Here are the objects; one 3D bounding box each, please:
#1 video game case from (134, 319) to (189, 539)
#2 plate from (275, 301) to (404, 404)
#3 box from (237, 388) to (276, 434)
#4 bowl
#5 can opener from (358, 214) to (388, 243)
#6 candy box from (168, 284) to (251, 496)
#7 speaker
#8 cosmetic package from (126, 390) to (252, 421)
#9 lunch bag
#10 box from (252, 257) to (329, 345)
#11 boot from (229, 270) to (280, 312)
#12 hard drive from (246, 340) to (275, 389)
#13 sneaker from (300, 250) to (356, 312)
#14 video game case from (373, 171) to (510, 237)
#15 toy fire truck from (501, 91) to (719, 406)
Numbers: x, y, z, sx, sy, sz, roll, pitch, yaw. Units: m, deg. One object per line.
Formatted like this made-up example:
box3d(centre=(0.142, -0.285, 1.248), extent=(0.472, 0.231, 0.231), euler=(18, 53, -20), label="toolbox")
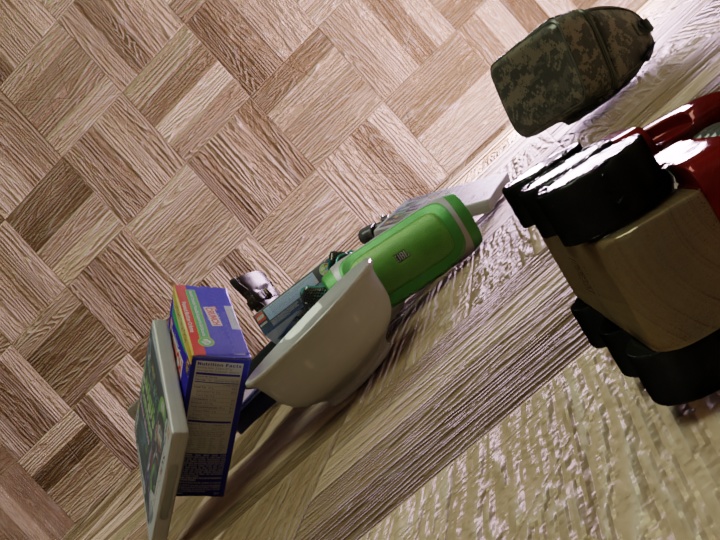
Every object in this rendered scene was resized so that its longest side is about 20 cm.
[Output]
box3d(centre=(-0.243, 0.192, 1.117), extent=(0.201, 0.023, 0.183), euler=(-116, 36, -51), label="video game case")
box3d(centre=(-0.017, 0.099, 1.272), extent=(0.200, 0.032, 0.200), euler=(-47, 5, -39), label="plate")
box3d(centre=(-0.110, 0.147, 1.255), extent=(0.121, 0.032, 0.200), euler=(-45, 2, 37), label="box")
box3d(centre=(-0.030, 0.087, 1.039), extent=(0.201, 0.090, 0.201), euler=(-44, 4, 4), label="bowl")
box3d(centre=(0.027, -0.035, 1.476), extent=(0.066, 0.054, 0.200), euler=(-23, 17, 14), label="can opener")
box3d(centre=(-0.199, 0.146, 1.144), extent=(0.169, 0.076, 0.202), euler=(-123, 42, -58), label="candy box")
box3d(centre=(0.052, -0.013, 1.167), extent=(0.199, 0.089, 0.088), euler=(-33, 3, -2), label="speaker")
box3d(centre=(-0.328, 0.257, 1.881), extent=(0.166, 0.168, 0.200), euler=(-40, 3, 46), label="cosmetic package")
box3d(centre=(0.320, -0.302, 1.380), extent=(0.167, 0.141, 0.200), euler=(-26, -2, -27), label="lunch bag")
box3d(centre=(-0.066, 0.066, 1.375), extent=(0.136, 0.038, 0.200), euler=(-38, -22, -1), label="box")
box3d(centre=(-0.138, 0.069, 1.672), extent=(0.069, 0.175, 0.200), euler=(-43, -17, 15), label="boot")
box3d(centre=(-0.098, 0.118, 1.532), extent=(0.200, 0.033, 0.139), euler=(-45, -21, 19), label="hard drive")
box3d(centre=(0.000, 0.000, 1.245), extent=(0.200, 0.091, 0.078), euler=(-44, 5, -19), label="sneaker")
box3d(centre=(0.130, -0.099, 1.426), extent=(0.180, 0.022, 0.200), euler=(-14, 13, 21), label="video game case")
box3d(centre=(0.168, -0.060, 0.404), extent=(0.199, 0.130, 0.176), euler=(-31, 4, 5), label="toy fire truck")
